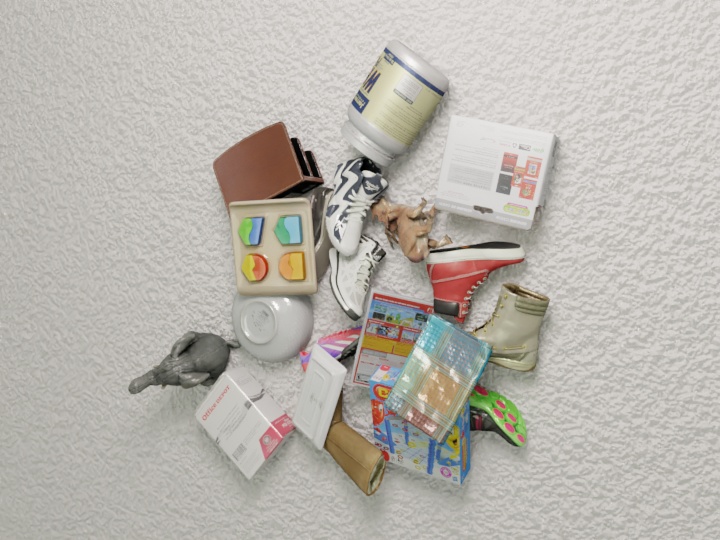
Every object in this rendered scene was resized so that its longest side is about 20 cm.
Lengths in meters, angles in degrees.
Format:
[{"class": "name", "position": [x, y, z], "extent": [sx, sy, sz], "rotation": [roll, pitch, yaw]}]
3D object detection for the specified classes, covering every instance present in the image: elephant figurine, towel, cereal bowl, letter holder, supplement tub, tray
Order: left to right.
[{"class": "elephant figurine", "position": [-0.391, 0.213, 1.559], "extent": [0.139, 0.199, 0.158], "rotation": [27, 105, 18]}, {"class": "letter holder", "position": [-0.201, -0.213, 1.492], "extent": [0.197, 0.100, 0.145], "rotation": [-24, 84, 23]}, {"class": "cereal bowl", "position": [-0.206, 0.107, 1.535], "extent": [0.195, 0.083, 0.206], "rotation": [3, 96, 24]}, {"class": "tray", "position": [-0.095, 0.267, 1.463], "extent": [0.107, 0.022, 0.204], "rotation": [33, 115, 36]}, {"class": "supplement tub", "position": [0.063, -0.319, 1.344], "extent": [0.144, 0.144, 0.202], "rotation": [40, 108, 14]}, {"class": "towel", "position": [0.144, 0.197, 1.298], "extent": [0.145, 0.022, 0.203], "rotation": [27, 85, 31]}]

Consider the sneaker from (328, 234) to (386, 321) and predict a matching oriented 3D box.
[{"class": "sneaker", "position": [0.000, 0.000, 1.399], "extent": [0.114, 0.076, 0.203], "rotation": [-32, 42, 18]}]

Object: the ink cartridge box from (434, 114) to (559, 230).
[{"class": "ink cartridge box", "position": [0.253, -0.183, 1.311], "extent": [0.196, 0.084, 0.180], "rotation": [16, 101, 21]}]

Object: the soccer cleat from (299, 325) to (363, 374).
[{"class": "soccer cleat", "position": [-0.051, 0.159, 1.486], "extent": [0.199, 0.068, 0.074], "rotation": [-38, 72, 22]}]

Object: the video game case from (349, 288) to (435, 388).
[{"class": "video game case", "position": [0.067, 0.150, 1.427], "extent": [0.139, 0.017, 0.205], "rotation": [12, 101, -7]}]

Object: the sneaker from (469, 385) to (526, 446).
[{"class": "sneaker", "position": [0.240, 0.283, 1.380], "extent": [0.198, 0.077, 0.085], "rotation": [33, 132, 15]}]

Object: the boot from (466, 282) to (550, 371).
[{"class": "boot", "position": [0.250, 0.097, 1.326], "extent": [0.195, 0.072, 0.158], "rotation": [12, 113, 10]}]

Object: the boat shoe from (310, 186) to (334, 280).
[{"class": "boat shoe", "position": [-0.090, -0.077, 1.480], "extent": [0.056, 0.066, 0.205], "rotation": [22, 104, 35]}]

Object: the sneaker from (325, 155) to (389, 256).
[{"class": "sneaker", "position": [-0.001, -0.139, 1.377], "extent": [0.129, 0.078, 0.204], "rotation": [-25, 51, 52]}]

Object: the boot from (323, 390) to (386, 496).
[{"class": "boot", "position": [-0.020, 0.337, 1.455], "extent": [0.199, 0.065, 0.179], "rotation": [32, 120, 41]}]

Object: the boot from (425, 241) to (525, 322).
[{"class": "boot", "position": [0.229, 0.024, 1.355], "extent": [0.195, 0.072, 0.148], "rotation": [-7, 99, 25]}]

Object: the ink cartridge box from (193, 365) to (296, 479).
[{"class": "ink cartridge box", "position": [-0.262, 0.341, 1.581], "extent": [0.200, 0.085, 0.146], "rotation": [44, 109, 11]}]

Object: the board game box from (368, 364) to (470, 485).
[{"class": "board game box", "position": [0.118, 0.305, 1.386], "extent": [0.196, 0.056, 0.200], "rotation": [10, 120, 29]}]

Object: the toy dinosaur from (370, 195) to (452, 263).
[{"class": "toy dinosaur", "position": [0.097, -0.070, 1.363], "extent": [0.134, 0.085, 0.203], "rotation": [-35, 47, 25]}]

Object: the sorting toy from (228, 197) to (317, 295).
[{"class": "sorting toy", "position": [-0.183, -0.045, 1.446], "extent": [0.180, 0.036, 0.206], "rotation": [-2, 103, 15]}]
